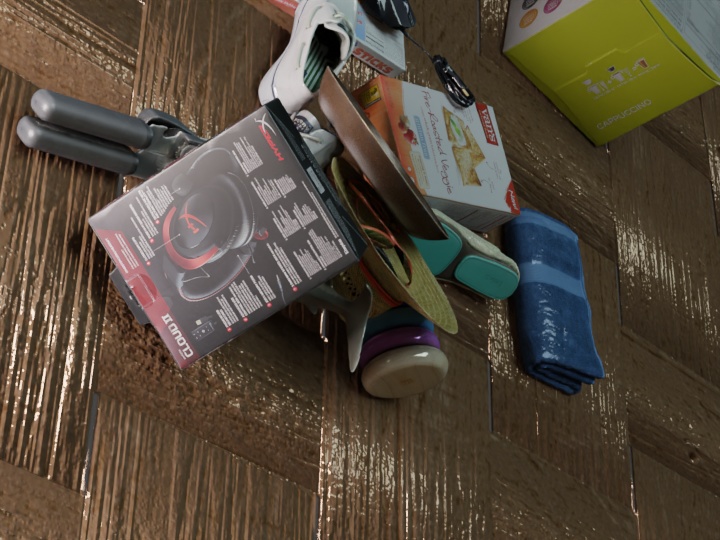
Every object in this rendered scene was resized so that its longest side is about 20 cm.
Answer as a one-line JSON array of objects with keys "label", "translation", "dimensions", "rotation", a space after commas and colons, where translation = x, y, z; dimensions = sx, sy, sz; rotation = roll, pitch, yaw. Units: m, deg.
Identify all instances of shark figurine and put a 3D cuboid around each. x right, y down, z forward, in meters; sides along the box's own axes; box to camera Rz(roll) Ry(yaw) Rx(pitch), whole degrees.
[{"label": "shark figurine", "translation": [-0.085, 0.012, 1.466], "dimensions": [0.213, 0.128, 0.090], "rotation": [35, 82, -1]}]

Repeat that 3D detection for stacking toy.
[{"label": "stacking toy", "translation": [0.024, 0.018, 1.610], "dimensions": [0.085, 0.085, 0.202], "rotation": [16, 51, -45]}]

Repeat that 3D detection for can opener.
[{"label": "can opener", "translation": [-0.213, -0.118, 1.438], "dimensions": [0.199, 0.054, 0.067], "rotation": [15, 24, -45]}]

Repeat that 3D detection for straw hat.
[{"label": "straw hat", "translation": [0.000, 0.000, 1.518], "dimensions": [0.202, 0.085, 0.201], "rotation": [52, 11, -14]}]

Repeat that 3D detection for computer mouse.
[{"label": "computer mouse", "translation": [0.062, -0.261, 1.803], "dimensions": [0.200, 0.034, 0.059], "rotation": [49, 23, 2]}]

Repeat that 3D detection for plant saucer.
[{"label": "plant saucer", "translation": [0.016, -0.105, 1.579], "dimensions": [0.201, 0.032, 0.200], "rotation": [55, 4, -6]}]

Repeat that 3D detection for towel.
[{"label": "towel", "translation": [0.214, 0.030, 1.855], "dimensions": [0.111, 0.048, 0.202], "rotation": [23, 52, -40]}]

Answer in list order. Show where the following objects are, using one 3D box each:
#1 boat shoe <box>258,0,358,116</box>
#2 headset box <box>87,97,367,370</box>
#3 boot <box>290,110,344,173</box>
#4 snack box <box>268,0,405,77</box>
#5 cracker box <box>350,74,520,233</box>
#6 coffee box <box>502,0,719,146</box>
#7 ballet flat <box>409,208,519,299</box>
[{"label": "boat shoe", "translation": [-0.033, -0.228, 1.675], "dimensions": [0.074, 0.066, 0.201], "rotation": [45, 48, -29]}, {"label": "headset box", "translation": [-0.116, -0.026, 1.368], "dimensions": [0.150, 0.199, 0.075], "rotation": [57, 11, -5]}, {"label": "boot", "translation": [-0.079, -0.108, 1.495], "dimensions": [0.073, 0.096, 0.200], "rotation": [39, 9, 16]}, {"label": "snack box", "translation": [-0.027, -0.280, 1.774], "dimensions": [0.199, 0.024, 0.073], "rotation": [27, 49, -39]}, {"label": "cracker box", "translation": [0.080, -0.122, 1.779], "dimensions": [0.199, 0.057, 0.136], "rotation": [8, 62, -49]}, {"label": "coffee box", "translation": [0.323, -0.317, 2.078], "dimensions": [0.200, 0.199, 0.199], "rotation": [40, 42, -28]}, {"label": "ballet flat", "translation": [0.089, -0.024, 1.739], "dimensions": [0.199, 0.068, 0.063], "rotation": [31, 18, -41]}]
